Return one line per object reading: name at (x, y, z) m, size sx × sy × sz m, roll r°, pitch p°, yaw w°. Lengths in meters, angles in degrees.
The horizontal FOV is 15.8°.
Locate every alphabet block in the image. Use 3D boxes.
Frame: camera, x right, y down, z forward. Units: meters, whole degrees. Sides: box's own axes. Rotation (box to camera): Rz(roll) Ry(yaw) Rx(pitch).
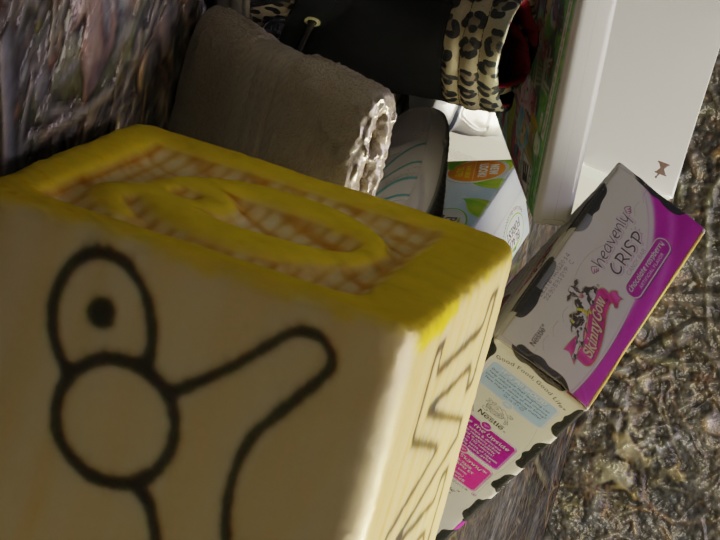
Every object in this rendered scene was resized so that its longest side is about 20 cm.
alphabet block at (-0.065, 0.069, 1.108) m, size 0.196 × 0.195 × 0.200 m, roll -40°, pitch 147°, yaw -72°

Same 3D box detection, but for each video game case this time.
video game case at (0.099, -0.153, 1.323) m, size 0.182 × 0.022 × 0.200 m, roll -103°, pitch -161°, yaw -59°

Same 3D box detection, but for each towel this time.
towel at (-0.050, -0.013, 1.245) m, size 0.034 × 0.132 × 0.200 m, roll -2°, pitch 113°, yaw -46°

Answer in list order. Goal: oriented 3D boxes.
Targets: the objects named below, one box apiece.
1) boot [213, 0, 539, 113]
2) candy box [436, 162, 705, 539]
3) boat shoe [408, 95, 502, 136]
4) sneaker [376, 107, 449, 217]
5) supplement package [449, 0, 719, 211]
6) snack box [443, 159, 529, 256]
boot at (0.011, -0.107, 1.324) m, size 0.204 × 0.153 × 0.074 m, roll 74°, pitch 35°, yaw -69°
candy box at (0.086, 0.048, 1.352) m, size 0.136 × 0.061 × 0.200 m, roll -53°, pitch 180°, yaw -33°
boat shoe at (0.095, -0.168, 1.462) m, size 0.075 × 0.086 × 0.202 m, roll -131°, pitch -126°, yaw -66°
sneaker at (0.001, -0.024, 1.325) m, size 0.200 × 0.080 × 0.071 m, roll -72°, pitch 168°, yaw -52°
supplement package at (0.133, -0.132, 1.718) m, size 0.200 × 0.151 × 0.151 m, roll 161°, pitch -52°, yaw -79°
snack box at (0.000, 0.000, 1.444) m, size 0.200 × 0.142 × 0.053 m, roll -55°, pitch 140°, yaw -58°
